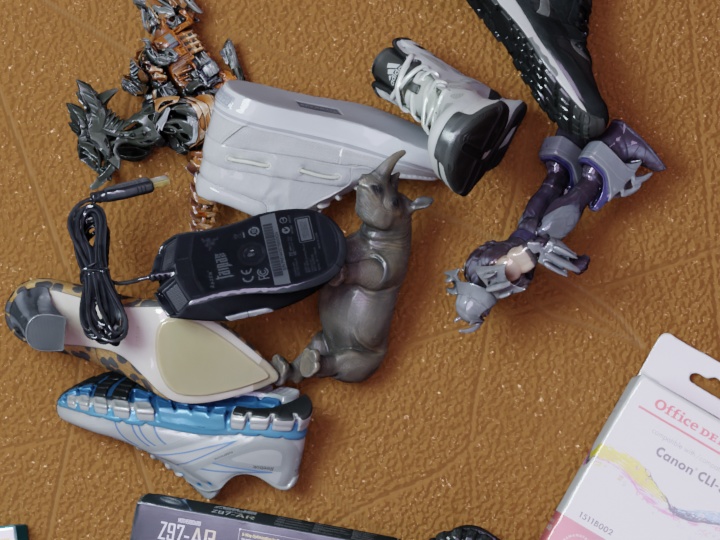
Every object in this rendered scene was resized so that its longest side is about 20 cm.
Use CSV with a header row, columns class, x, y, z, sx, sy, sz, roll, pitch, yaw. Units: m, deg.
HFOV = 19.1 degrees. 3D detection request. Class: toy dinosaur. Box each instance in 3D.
class,x,y,z,sx,sy,sz,roll,pitch,yaw
toy dinosaur,-0.148,-0.119,1.635,0.135,0.102,0.201,-12,63,-15

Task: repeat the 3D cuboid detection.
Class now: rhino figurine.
class,x,y,z,sx,sy,sz,roll,pitch,yaw
rhino figurine,0.000,0.000,1.598,0.060,0.087,0.201,36,117,40

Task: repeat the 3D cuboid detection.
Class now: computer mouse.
class,x,y,z,sx,sy,sz,roll,pitch,yaw
computer mouse,-0.115,-0.015,1.565,0.199,0.046,0.141,-16,55,-8

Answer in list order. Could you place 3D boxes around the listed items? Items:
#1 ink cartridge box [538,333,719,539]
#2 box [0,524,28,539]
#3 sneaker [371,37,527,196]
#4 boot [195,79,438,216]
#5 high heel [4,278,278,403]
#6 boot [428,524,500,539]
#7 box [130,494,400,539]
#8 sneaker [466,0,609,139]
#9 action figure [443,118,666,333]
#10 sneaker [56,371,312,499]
class,x,y,z,sx,sy,sz,roll,pitch,yaw
ink cartridge box,0.227,0.156,1.605,0.116,0.067,0.201,29,87,4
box,-0.351,0.246,1.627,0.199,0.049,0.083,-7,85,1
sneaker,0.049,-0.116,1.575,0.115,0.200,0.076,29,102,8
boot,-0.027,-0.077,1.628,0.199,0.074,0.096,13,110,-19
high heel,-0.167,0.048,1.620,0.199,0.143,0.072,13,95,-17
boot,0.130,0.261,1.554,0.211,0.158,0.080,32,87,4
box,-0.081,0.264,1.601,0.199,0.044,0.161,9,94,3
sneaker,0.148,-0.194,1.615,0.087,0.076,0.200,-28,66,-7
action figure,0.135,-0.029,1.598,0.069,0.130,0.200,47,72,-24
sneaker,-0.136,0.130,1.623,0.199,0.075,0.087,8,112,12
